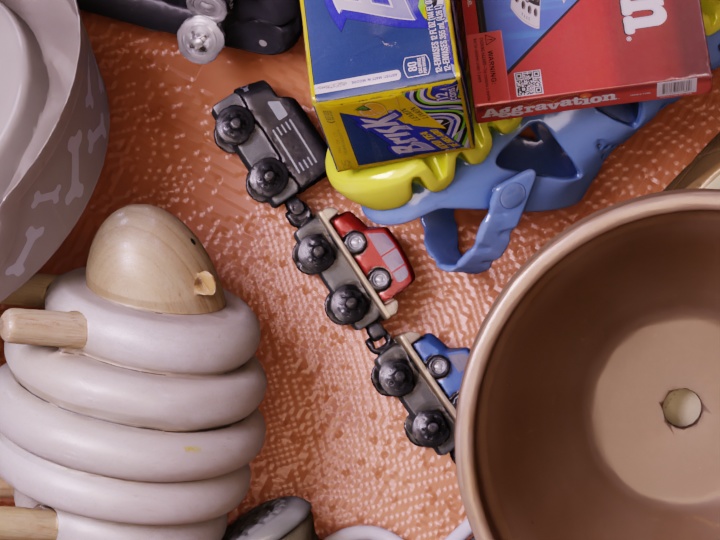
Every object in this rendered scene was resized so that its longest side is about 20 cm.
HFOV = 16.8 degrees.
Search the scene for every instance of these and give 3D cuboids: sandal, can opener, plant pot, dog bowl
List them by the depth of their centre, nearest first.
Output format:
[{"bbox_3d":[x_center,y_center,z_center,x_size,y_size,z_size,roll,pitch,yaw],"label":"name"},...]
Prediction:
[{"bbox_3d":[0.137,0.065,1.009,0.199,0.093,0.203,0,95,1],"label":"plant pot"},{"bbox_3d":[-0.198,-0.055,1.058,0.199,0.059,0.201,-13,53,18],"label":"dog bowl"},{"bbox_3d":[0.083,-0.066,1.093,0.199,0.080,0.087,-28,125,-2],"label":"sandal"},{"bbox_3d":[-0.117,-0.141,1.106,0.198,0.079,0.064,10,132,5],"label":"can opener"}]

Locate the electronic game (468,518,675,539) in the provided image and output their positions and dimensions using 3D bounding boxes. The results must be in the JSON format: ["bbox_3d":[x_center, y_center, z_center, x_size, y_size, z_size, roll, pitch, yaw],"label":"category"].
[{"bbox_3d":[0.105,0.197,1.045,0.198,0.042,0.202,3,75,-10],"label":"electronic game"}]

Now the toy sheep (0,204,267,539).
[{"bbox_3d":[-0.107,0.068,1.075,0.137,0.138,0.202,13,108,2],"label":"toy sheep"}]

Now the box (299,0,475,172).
[{"bbox_3d":[0.004,-0.149,1.046,0.064,0.070,0.202,-10,66,5],"label":"box"}]

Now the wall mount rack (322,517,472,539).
[{"bbox_3d":[0.074,0.174,1.099,0.200,0.075,0.174,45,75,-1],"label":"wall mount rack"}]

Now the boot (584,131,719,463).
[{"bbox_3d":[0.193,0.020,1.085,0.155,0.073,0.200,44,87,-4],"label":"boot"}]

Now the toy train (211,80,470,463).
[{"bbox_3d":[0.000,0.000,1.114,0.046,0.034,0.201,-33,90,-8],"label":"toy train"}]

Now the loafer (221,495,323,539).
[{"bbox_3d":[-0.074,0.188,1.110,0.069,0.075,0.200,38,104,-1],"label":"loafer"}]

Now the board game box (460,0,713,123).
[{"bbox_3d":[0.089,-0.164,1.066,0.102,0.019,0.202,-7,68,2],"label":"board game box"}]
